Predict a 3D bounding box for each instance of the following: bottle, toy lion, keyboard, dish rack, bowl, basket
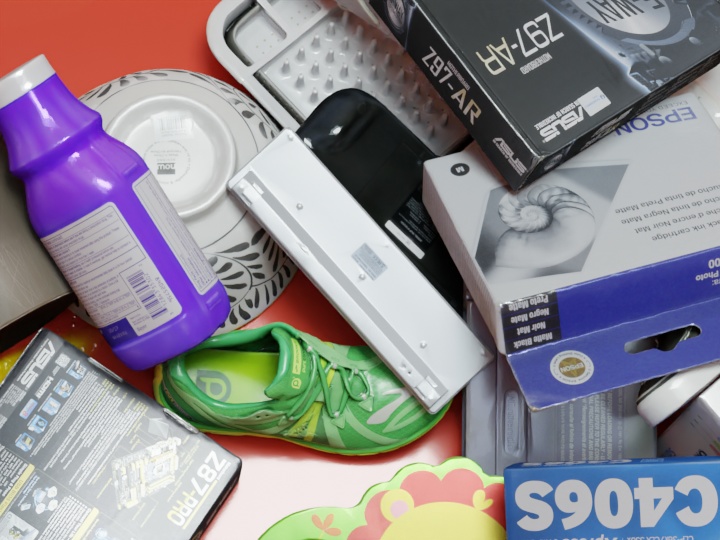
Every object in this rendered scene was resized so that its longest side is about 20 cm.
[{"bbox_3d":[-0.162,-0.037,1.254,0.201,0.083,0.065,58,37,-11],"label":"bottle"},{"bbox_3d":[0.021,0.205,1.269,0.199,0.069,0.193,18,79,1],"label":"toy lion"},{"bbox_3d":[0.000,0.000,1.298,0.056,0.011,0.200,-42,91,-9],"label":"keyboard"},{"bbox_3d":[0.009,-0.143,1.414,0.171,0.044,0.200,-41,79,-18],"label":"dish rack"},{"bbox_3d":[-0.127,-0.059,1.344,0.199,0.094,0.202,2,71,-6],"label":"bowl"},{"bbox_3d":[-0.277,-0.041,1.296,0.136,0.180,0.201,-30,87,-33],"label":"basket"}]

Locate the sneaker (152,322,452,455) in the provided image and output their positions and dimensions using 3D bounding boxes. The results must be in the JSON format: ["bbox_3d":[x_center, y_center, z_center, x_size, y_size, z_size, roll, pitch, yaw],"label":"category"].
[{"bbox_3d":[-0.035,0.077,1.311,0.198,0.084,0.075,1,73,-5],"label":"sneaker"}]

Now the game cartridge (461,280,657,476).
[{"bbox_3d":[0.130,0.099,1.321,0.129,0.038,0.202,1,89,-8],"label":"game cartridge"}]

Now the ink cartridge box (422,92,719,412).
[{"bbox_3d":[0.161,-0.018,1.271,0.198,0.041,0.201,-15,46,-11],"label":"ink cartridge box"}]

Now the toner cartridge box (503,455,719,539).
[{"bbox_3d":[0.187,0.160,1.209,0.199,0.043,0.096,-4,89,14],"label":"toner cartridge box"}]

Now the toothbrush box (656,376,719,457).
[{"bbox_3d":[0.296,0.070,1.316,0.200,0.146,0.086,-38,79,-17],"label":"toothbrush box"}]

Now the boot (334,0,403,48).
[{"bbox_3d":[0.028,-0.188,1.371,0.074,0.095,0.200,-47,116,-24],"label":"boot"}]

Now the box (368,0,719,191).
[{"bbox_3d":[0.129,-0.164,1.312,0.199,0.044,0.161,-31,78,-29],"label":"box"}]

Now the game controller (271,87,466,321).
[{"bbox_3d":[0.031,-0.027,1.348,0.200,0.042,0.105,44,67,-14],"label":"game controller"}]

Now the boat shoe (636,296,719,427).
[{"bbox_3d":[0.216,0.027,1.301,0.064,0.071,0.200,45,43,0],"label":"boat shoe"}]

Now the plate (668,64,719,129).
[{"bbox_3d":[0.218,-0.104,1.399,0.200,0.032,0.200,42,70,-10],"label":"plate"}]

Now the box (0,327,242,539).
[{"bbox_3d":[-0.193,0.161,1.285,0.161,0.049,0.201,31,71,7],"label":"box"}]
